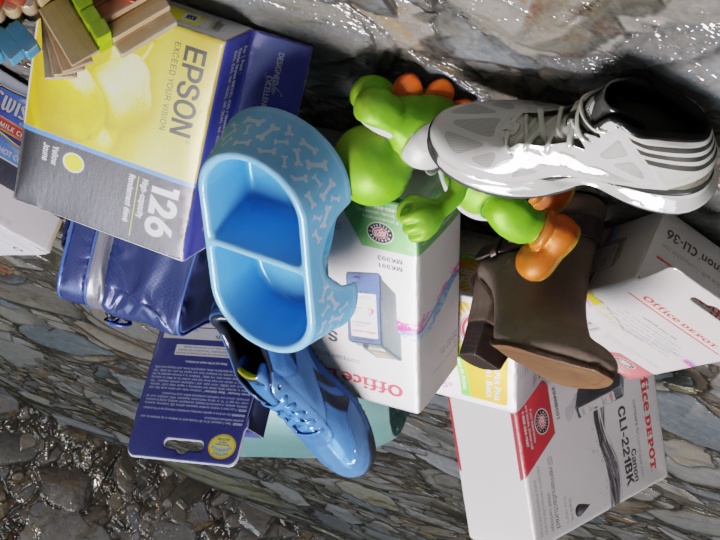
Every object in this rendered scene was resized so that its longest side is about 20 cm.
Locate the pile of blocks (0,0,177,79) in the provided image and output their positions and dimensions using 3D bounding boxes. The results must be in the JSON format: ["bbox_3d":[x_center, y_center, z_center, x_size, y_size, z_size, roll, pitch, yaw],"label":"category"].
[{"bbox_3d":[-0.226,-0.173,1.240,0.200,0.082,0.062,-7,175,-5],"label":"pile of blocks"}]

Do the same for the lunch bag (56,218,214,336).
[{"bbox_3d":[-0.172,-0.044,1.513,0.132,0.200,0.136,19,-170,11],"label":"lunch bag"}]

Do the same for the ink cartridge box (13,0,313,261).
[{"bbox_3d":[-0.153,-0.107,1.371,0.200,0.047,0.198,20,123,8],"label":"ink cartridge box"}]

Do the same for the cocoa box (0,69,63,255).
[{"bbox_3d":[-0.364,-0.113,1.647,0.200,0.131,0.133,32,160,-35],"label":"cocoa box"}]

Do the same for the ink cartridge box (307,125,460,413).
[{"bbox_3d":[0.000,0.000,1.477,0.145,0.088,0.200,15,128,22],"label":"ink cartridge box"}]

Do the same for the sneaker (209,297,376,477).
[{"bbox_3d":[-0.060,0.096,1.469,0.066,0.078,0.200,-17,112,36],"label":"sneaker"}]

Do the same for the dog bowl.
[{"bbox_3d":[-0.064,-0.023,1.342,0.111,0.050,0.200,19,133,26],"label":"dog bowl"}]

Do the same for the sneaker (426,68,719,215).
[{"bbox_3d":[0.139,-0.102,1.214,0.200,0.076,0.115,8,153,13],"label":"sneaker"}]

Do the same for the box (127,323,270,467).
[{"bbox_3d":[-0.123,0.073,1.575,0.121,0.200,0.032,2,157,32],"label":"box"}]

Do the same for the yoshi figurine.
[{"bbox_3d":[0.059,-0.066,1.343,0.200,0.112,0.112,31,168,-25],"label":"yoshi figurine"}]

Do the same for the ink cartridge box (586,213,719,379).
[{"bbox_3d":[0.236,0.019,1.437,0.116,0.068,0.200,33,157,-19],"label":"ink cartridge box"}]

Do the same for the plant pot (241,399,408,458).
[{"bbox_3d":[-0.033,0.098,1.854,0.161,0.201,0.201,6,161,12],"label":"plant pot"}]

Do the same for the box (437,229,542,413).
[{"bbox_3d":[0.064,0.032,1.583,0.200,0.101,0.113,14,125,23],"label":"box"}]

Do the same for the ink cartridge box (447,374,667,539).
[{"bbox_3d":[0.183,0.149,1.667,0.084,0.145,0.200,3,-163,45],"label":"ink cartridge box"}]

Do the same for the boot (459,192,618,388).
[{"bbox_3d":[0.151,0.010,1.397,0.070,0.146,0.200,35,164,-30],"label":"boot"}]
